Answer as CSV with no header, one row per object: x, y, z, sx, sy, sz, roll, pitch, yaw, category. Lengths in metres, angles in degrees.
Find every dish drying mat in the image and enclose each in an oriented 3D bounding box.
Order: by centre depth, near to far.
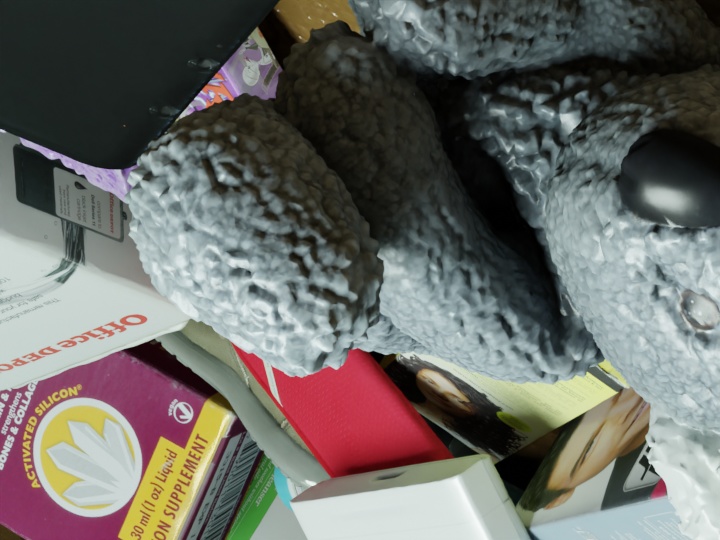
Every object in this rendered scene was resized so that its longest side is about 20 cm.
0.002,0.074,0.938,0.200,0.018,0.077,51,143,22,dish drying mat

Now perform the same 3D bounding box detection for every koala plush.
0.078,-0.019,0.576,0.199,0.178,0.184,24,172,25,koala plush

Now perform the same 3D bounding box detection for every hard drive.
0.053,0.176,0.893,0.132,0.027,0.201,-17,100,56,hard drive

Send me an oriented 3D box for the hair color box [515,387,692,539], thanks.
0.130,0.067,0.797,0.060,0.099,0.200,35,162,-6,hair color box

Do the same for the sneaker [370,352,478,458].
-0.005,0.071,1.082,0.088,0.076,0.200,44,163,-15,sneaker

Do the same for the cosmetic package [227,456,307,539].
-0.063,0.159,1.362,0.084,0.108,0.200,15,157,41,cosmetic package

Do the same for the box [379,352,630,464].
0.064,0.029,0.893,0.075,0.050,0.200,33,162,-1,box

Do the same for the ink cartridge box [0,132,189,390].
-0.190,-0.023,0.970,0.146,0.084,0.199,-19,150,35,ink cartridge box

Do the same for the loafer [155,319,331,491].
-0.043,0.032,1.047,0.200,0.070,0.075,44,-166,33,loafer

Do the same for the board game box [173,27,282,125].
-0.070,-0.068,0.853,0.119,0.032,0.201,10,142,42,board game box

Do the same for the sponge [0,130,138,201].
-0.134,-0.120,0.792,0.111,0.030,0.201,29,150,26,sponge

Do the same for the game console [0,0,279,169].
-0.125,-0.135,0.708,0.200,0.116,0.177,-36,68,62,game console

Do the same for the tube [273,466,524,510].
0.030,0.124,1.215,0.077,0.051,0.199,30,163,-37,tube

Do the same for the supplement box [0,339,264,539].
-0.158,0.079,1.206,0.199,0.132,0.103,28,-164,14,supplement box
